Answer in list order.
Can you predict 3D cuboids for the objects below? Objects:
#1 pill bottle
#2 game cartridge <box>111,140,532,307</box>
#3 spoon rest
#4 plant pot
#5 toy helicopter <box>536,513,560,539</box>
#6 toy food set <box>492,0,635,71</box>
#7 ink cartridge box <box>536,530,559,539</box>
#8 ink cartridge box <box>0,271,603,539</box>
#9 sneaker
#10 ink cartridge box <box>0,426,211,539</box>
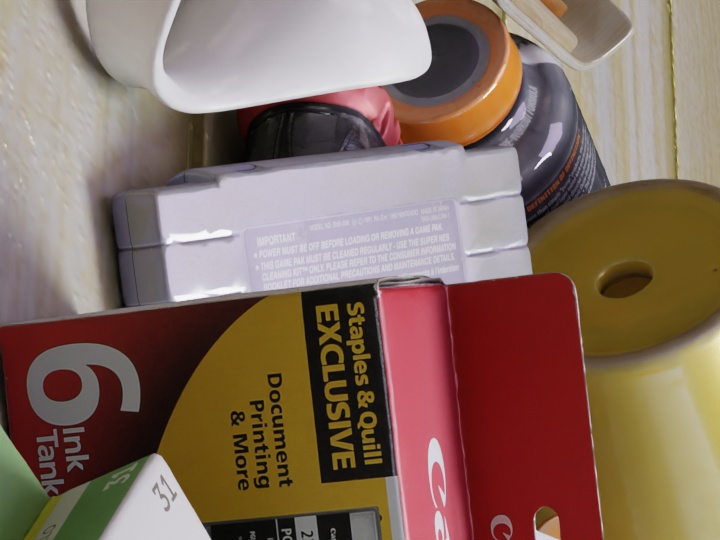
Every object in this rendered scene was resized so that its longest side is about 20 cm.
[{"bbox_3d":[0.061,-0.043,1.371,0.200,0.106,0.106,62,27,-52],"label":"pill bottle"},{"bbox_3d":[-0.008,0.020,1.103,0.200,0.038,0.130,-9,88,-46],"label":"game cartridge"},{"bbox_3d":[-0.043,-0.094,1.102,0.200,0.099,0.061,-8,122,-62],"label":"spoon rest"},{"bbox_3d":[0.144,0.068,1.325,0.201,0.200,0.189,-77,152,-49],"label":"plant pot"},{"bbox_3d":[0.080,0.139,1.229,0.200,0.079,0.132,52,-6,-22],"label":"toy helicopter"},{"bbox_3d":[0.053,-0.173,1.337,0.144,0.060,0.200,44,7,19],"label":"toy food set"},{"bbox_3d":[0.046,0.200,1.075,0.145,0.084,0.200,24,63,-20],"label":"ink cartridge box"},{"bbox_3d":[-0.012,0.105,0.939,0.084,0.175,0.201,-4,87,-73],"label":"ink cartridge box"},{"bbox_3d":[0.000,0.000,1.209,0.201,0.071,0.098,60,28,-49],"label":"sneaker"},{"bbox_3d":[-0.092,0.091,0.800,0.200,0.048,0.146,61,22,-15],"label":"ink cartridge box"}]
